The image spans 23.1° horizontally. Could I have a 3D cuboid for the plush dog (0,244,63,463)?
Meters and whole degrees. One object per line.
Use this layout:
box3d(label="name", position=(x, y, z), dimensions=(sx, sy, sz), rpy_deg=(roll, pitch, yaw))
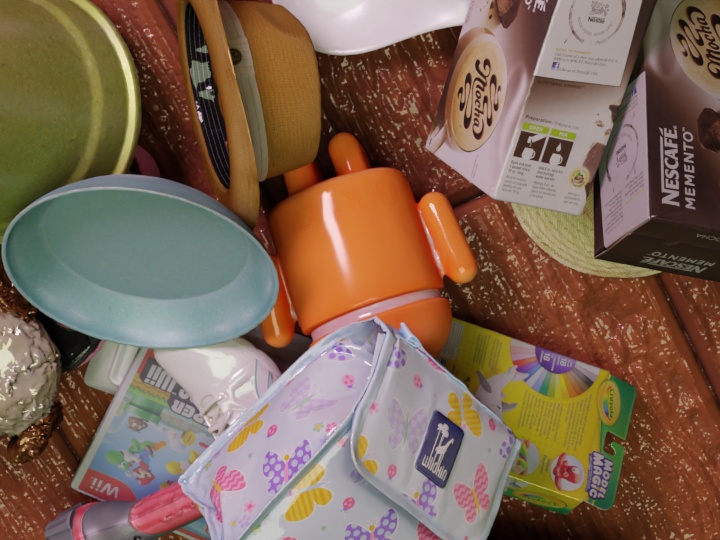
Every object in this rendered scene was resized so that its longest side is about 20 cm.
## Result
box3d(label="plush dog", position=(-0.314, 0.072, 1.355), dimensions=(0.171, 0.161, 0.201), rpy_deg=(-4, 111, 12))

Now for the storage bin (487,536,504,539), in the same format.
box3d(label="storage bin", position=(0.141, 0.298, 1.464), dimensions=(0.199, 0.146, 0.135), rpy_deg=(13, 85, -3))

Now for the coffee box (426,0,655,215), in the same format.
box3d(label="coffee box", position=(0.129, -0.156, 1.225), dimensions=(0.079, 0.113, 0.201), rpy_deg=(9, 109, -28))

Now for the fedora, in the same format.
box3d(label="fedora", position=(-0.076, -0.131, 1.271), dimensions=(0.081, 0.201, 0.202), rpy_deg=(-12, 112, -14))

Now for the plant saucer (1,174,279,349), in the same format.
box3d(label="plant saucer", position=(-0.155, -0.011, 1.260), dimensions=(0.199, 0.036, 0.200), rpy_deg=(3, 145, 2))

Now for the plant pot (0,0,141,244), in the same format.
box3d(label="plant pot", position=(-0.285, -0.118, 1.233), dimensions=(0.199, 0.184, 0.202), rpy_deg=(0, 90, 21))

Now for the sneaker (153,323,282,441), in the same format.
box3d(label="sneaker", position=(-0.082, 0.118, 1.350), dimensions=(0.200, 0.080, 0.070), rpy_deg=(39, 144, -6))

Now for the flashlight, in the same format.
box3d(label="flashlight", position=(-0.161, 0.193, 1.427), dimensions=(0.199, 0.068, 0.068), rpy_deg=(-27, 121, 22))

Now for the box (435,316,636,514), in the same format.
box3d(label="box", position=(0.115, 0.114, 1.394), dimensions=(0.199, 0.118, 0.048), rpy_deg=(19, 155, -4))

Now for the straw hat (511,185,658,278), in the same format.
box3d(label="straw hat", position=(0.203, -0.072, 1.326), dimensions=(0.200, 0.085, 0.202), rpy_deg=(1, 112, 3))

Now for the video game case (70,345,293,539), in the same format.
box3d(label="video game case", position=(-0.137, 0.133, 1.437), dimensions=(0.142, 0.017, 0.200), rpy_deg=(25, 121, -9))

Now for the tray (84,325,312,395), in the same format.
box3d(label="tray", position=(-0.119, 0.083, 1.435), dimensions=(0.199, 0.022, 0.108), rpy_deg=(20, 110, -6))

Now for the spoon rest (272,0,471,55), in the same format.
box3d(label="spoon rest", position=(0.033, -0.206, 1.294), dimensions=(0.199, 0.061, 0.100), rpy_deg=(2, 112, 0))

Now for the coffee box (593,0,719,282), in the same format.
box3d(label="coffee box", position=(0.229, -0.104, 1.245), dimensions=(0.112, 0.201, 0.080), rpy_deg=(11, 157, -20))

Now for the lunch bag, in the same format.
box3d(label="lunch bag", position=(0.002, 0.149, 1.261), dimensions=(0.200, 0.127, 0.170), rpy_deg=(-45, 125, 1))

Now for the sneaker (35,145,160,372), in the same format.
box3d(label="sneaker", position=(-0.220, -0.003, 1.361), dimensions=(0.079, 0.095, 0.201), rpy_deg=(20, 111, 1))

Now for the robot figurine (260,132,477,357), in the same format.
box3d(label="robot figurine", position=(-0.002, 0.001, 1.328), dimensions=(0.143, 0.117, 0.201), rpy_deg=(-14, 81, -33))
